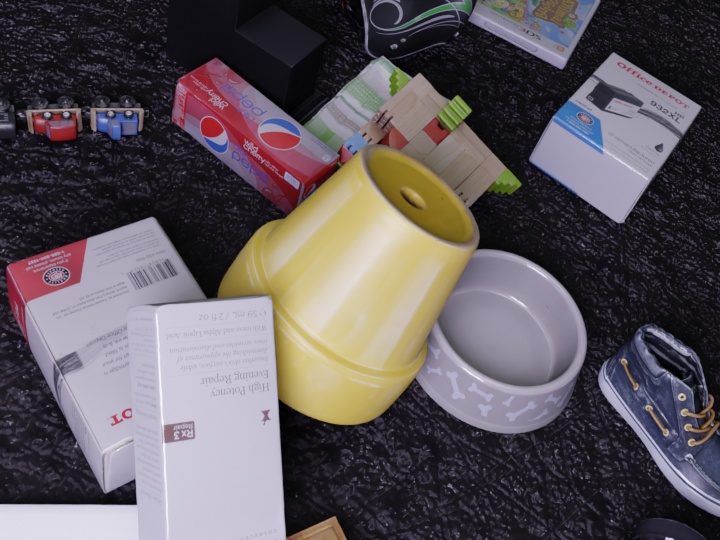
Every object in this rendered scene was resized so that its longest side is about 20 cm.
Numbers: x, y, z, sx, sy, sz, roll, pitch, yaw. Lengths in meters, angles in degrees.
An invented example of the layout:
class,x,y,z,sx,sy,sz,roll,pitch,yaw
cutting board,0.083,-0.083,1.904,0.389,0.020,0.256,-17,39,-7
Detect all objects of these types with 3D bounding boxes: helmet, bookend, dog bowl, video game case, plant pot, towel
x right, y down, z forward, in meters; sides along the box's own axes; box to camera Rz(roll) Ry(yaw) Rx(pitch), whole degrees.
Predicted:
class,x,y,z,sx,sy,sz,roll,pitch,yaw
helmet,0.068,-0.395,1.145,0.188,0.201,0.202,-19,58,-9
bookend,-0.120,-0.299,0.993,0.197,0.201,0.092,34,51,12
dog bowl,0.143,0.064,0.883,0.197,0.059,0.202,9,51,-11
video game case,0.262,-0.406,1.310,0.180,0.022,0.201,29,50,6
plant pot,0.000,0.000,0.761,0.199,0.190,0.202,28,30,-18
towel,0.028,-0.181,1.057,0.148,0.031,0.200,33,51,11

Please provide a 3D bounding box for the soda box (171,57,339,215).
class,x,y,z,sx,sy,sz,roll,pitch,yaw
soda box,-0.121,-0.152,0.967,0.199,0.064,0.070,39,52,14

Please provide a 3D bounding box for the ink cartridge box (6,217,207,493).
class,x,y,z,sx,sy,sz,roll,pitch,yaw
ink cartridge box,-0.203,0.069,0.754,0.145,0.083,0.201,-22,62,-31

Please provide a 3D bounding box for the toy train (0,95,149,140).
class,x,y,z,sx,sy,sz,roll,pitch,yaw
toy train,-0.330,-0.165,0.932,0.197,0.034,0.046,-6,58,-20

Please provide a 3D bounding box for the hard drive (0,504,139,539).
class,x,y,z,sx,sy,sz,roll,pitch,yaw
hard drive,-0.248,0.244,0.642,0.196,0.026,0.134,4,52,-14

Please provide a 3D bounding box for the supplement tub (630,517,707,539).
class,x,y,z,sx,sy,sz,roll,pitch,yaw
supplement tub,0.232,0.303,0.690,0.106,0.108,0.201,30,51,8

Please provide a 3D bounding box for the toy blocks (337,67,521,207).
class,x,y,z,sx,sy,sz,roll,pitch,yaw
toy blocks,0.068,-0.122,0.976,0.200,0.100,0.137,47,66,-1

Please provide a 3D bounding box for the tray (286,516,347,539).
class,x,y,z,sx,sy,sz,roll,pitch,yaw
tray,-0.020,0.304,0.659,0.097,0.037,0.201,-16,58,-27

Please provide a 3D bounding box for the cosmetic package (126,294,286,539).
class,x,y,z,sx,sy,sz,roll,pitch,yaw
cosmetic package,-0.118,0.124,0.654,0.100,0.074,0.204,-5,89,-33

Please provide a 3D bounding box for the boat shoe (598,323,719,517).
class,x,y,z,sx,sy,sz,roll,pitch,yaw
boat shoe,0.327,0.150,0.849,0.070,0.091,0.201,-26,64,-32

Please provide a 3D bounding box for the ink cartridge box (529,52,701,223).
class,x,y,z,sx,sy,sz,roll,pitch,yaw
ink cartridge box,0.335,-0.179,1.113,0.144,0.084,0.200,36,51,13
